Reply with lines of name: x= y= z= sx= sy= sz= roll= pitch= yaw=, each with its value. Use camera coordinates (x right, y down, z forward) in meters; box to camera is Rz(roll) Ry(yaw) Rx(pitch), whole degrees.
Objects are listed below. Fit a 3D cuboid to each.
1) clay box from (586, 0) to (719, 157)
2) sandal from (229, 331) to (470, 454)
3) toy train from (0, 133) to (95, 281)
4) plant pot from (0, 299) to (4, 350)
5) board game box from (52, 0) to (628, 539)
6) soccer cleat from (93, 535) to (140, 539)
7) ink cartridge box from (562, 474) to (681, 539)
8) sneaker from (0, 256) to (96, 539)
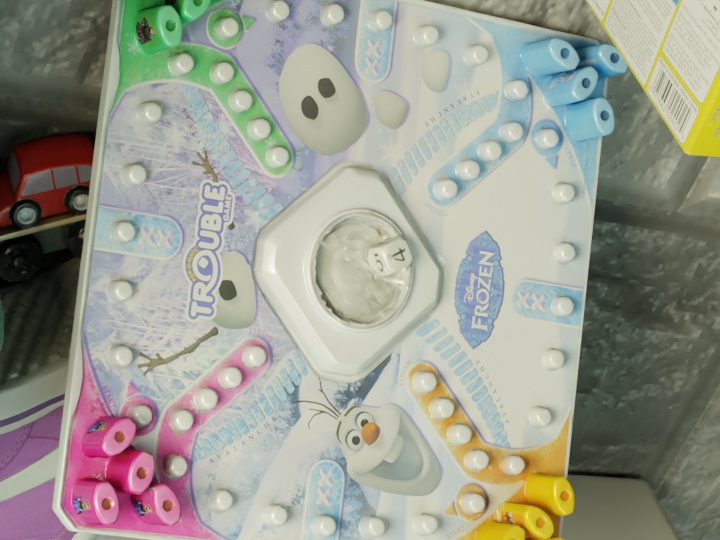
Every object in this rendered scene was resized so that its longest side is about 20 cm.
clay box: x=0.140 y=-0.150 z=0.867 sx=0.047 sy=0.115 sz=0.201 roll=5 pitch=127 yaw=-26
sandal: x=0.014 y=0.050 z=0.972 sx=0.202 sy=0.050 sz=0.083 roll=-28 pitch=159 yaw=-36
toy train: x=-0.108 y=-0.026 z=0.928 sx=0.199 sy=0.034 sz=0.046 roll=-14 pitch=120 yaw=-10
plant pot: x=-0.208 y=0.015 z=0.799 sx=0.161 sy=0.201 sz=0.201 roll=-33 pitch=133 yaw=11
board game box: x=0.000 y=0.000 z=0.912 sx=0.199 sy=0.026 sz=0.201 roll=10 pitch=84 yaw=-29
soccer cleat: x=-0.169 y=0.148 z=1.025 sx=0.200 sy=0.069 sz=0.078 roll=-40 pitch=125 yaw=9
ink cartridge box: x=0.041 y=0.186 z=1.132 sx=0.144 sy=0.084 sz=0.201 roll=6 pitch=125 yaw=-26
sneaker: x=-0.090 y=0.055 z=0.961 sx=0.200 sy=0.073 sz=0.115 roll=-15 pitch=128 yaw=-24
